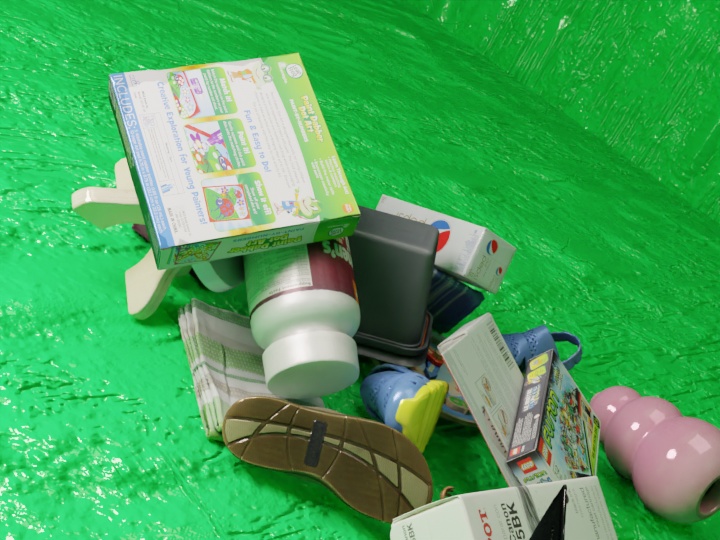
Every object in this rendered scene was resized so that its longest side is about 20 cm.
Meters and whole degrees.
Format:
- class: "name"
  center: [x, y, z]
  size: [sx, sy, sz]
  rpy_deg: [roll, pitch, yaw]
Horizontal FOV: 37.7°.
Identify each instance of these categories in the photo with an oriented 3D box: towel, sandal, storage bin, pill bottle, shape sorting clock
- class: "towel"
  center: [0.046, 0.014, 1.321]
  size: [0.199, 0.145, 0.024]
  rpy_deg: [26, 67, -7]
- class: "sandal"
  center: [-0.028, 0.165, 0.947]
  size: [0.198, 0.081, 0.054]
  rpy_deg: [19, -12, 0]
- class: "sandal"
  center: [0.037, 0.133, 1.051]
  size: [0.086, 0.080, 0.200]
  rpy_deg: [23, -4, 7]
- class: "towel"
  center: [-0.100, 0.107, 1.050]
  size: [0.148, 0.031, 0.200]
  rpy_deg: [16, 26, -28]
- class: "storage bin"
  center: [0.000, 0.000, 1.199]
  size: [0.198, 0.135, 0.146]
  rpy_deg: [16, 25, 4]
- class: "sandal"
  center: [0.211, 0.102, 1.340]
  size: [0.199, 0.087, 0.080]
  rpy_deg: [20, 23, -40]
- class: "pill bottle"
  center: [-0.059, 0.017, 1.044]
  size: [0.109, 0.109, 0.202]
  rpy_deg: [12, 55, -36]
- class: "shape sorting clock"
  center: [0.086, 0.113, 1.250]
  size: [0.199, 0.039, 0.200]
  rpy_deg: [25, 23, -11]

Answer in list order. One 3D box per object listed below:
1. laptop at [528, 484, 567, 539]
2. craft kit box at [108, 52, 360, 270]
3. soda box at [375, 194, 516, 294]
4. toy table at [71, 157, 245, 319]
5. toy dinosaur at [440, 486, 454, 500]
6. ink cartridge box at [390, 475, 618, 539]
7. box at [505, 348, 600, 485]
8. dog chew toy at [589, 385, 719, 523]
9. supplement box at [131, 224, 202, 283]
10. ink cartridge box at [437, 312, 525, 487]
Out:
- class: "laptop"
  center: [0.156, 0.284, 0.719]
  size: [0.199, 0.116, 0.189]
  rpy_deg: [35, 47, -27]
- class: "craft kit box"
  center: [-0.123, -0.111, 1.009]
  size: [0.196, 0.049, 0.201]
  rpy_deg: [-12, 64, -19]
- class: "soda box"
  center: [0.094, -0.035, 1.309]
  size: [0.068, 0.064, 0.199]
  rpy_deg: [28, -2, -40]
- class: "toy table"
  center: [-0.194, -0.055, 1.084]
  size: [0.184, 0.116, 0.201]
  rpy_deg: [50, 26, -46]
- class: "toy dinosaur"
  center: [0.076, 0.253, 0.941]
  size: [0.105, 0.061, 0.200]
  rpy_deg: [-4, 24, -5]
- class: "ink cartridge box"
  center: [0.134, 0.257, 0.869]
  size: [0.199, 0.083, 0.148]
  rpy_deg: [5, 63, -46]
- class: "box"
  center: [0.207, 0.180, 1.110]
  size: [0.110, 0.035, 0.200]
  rpy_deg: [55, 26, -14]
- class: "dog chew toy"
  center: [0.353, 0.210, 1.270]
  size: [0.124, 0.125, 0.200]
  rpy_deg: [9, 22, -40]
- class: "supplement box"
  center: [-0.154, -0.103, 1.206]
  size: [0.130, 0.201, 0.103]
  rpy_deg: [35, 23, 15]
- class: "ink cartridge box"
  center: [0.142, 0.159, 1.098]
  size: [0.201, 0.043, 0.173]
  rpy_deg: [63, 27, 1]
